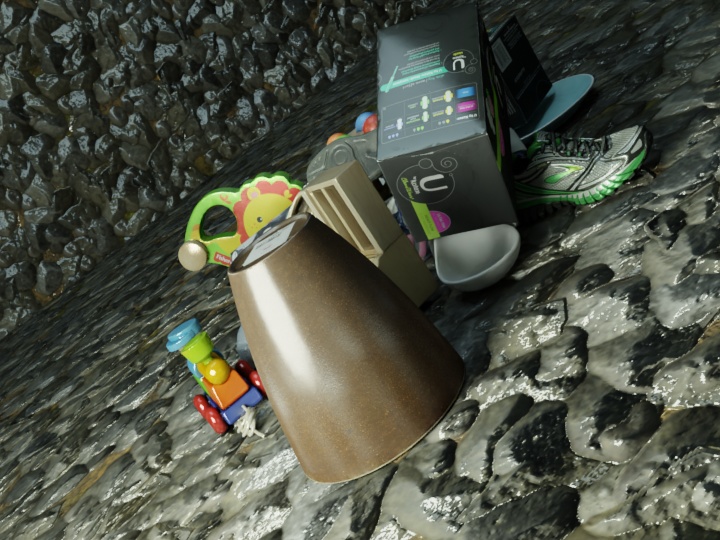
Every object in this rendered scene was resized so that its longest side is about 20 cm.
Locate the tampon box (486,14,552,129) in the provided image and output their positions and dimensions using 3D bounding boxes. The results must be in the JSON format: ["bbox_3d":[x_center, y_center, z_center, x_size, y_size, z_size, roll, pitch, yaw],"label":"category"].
[{"bbox_3d":[0.164,-0.269,1.407,0.198,0.127,0.150,-21,20,38],"label":"tampon box"}]

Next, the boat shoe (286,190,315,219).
[{"bbox_3d":[-0.078,-0.002,1.128,0.071,0.204,0.065,17,9,17],"label":"boat shoe"}]

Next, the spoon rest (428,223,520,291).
[{"bbox_3d":[0.116,-0.026,1.038,0.099,0.061,0.200,-36,16,-5],"label":"spoon rest"}]

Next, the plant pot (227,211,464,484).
[{"bbox_3d":[-0.031,0.055,0.852,0.185,0.202,0.187,-31,16,10],"label":"plant pot"}]

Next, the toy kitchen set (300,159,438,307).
[{"bbox_3d":[-0.059,0.019,1.043,0.200,0.182,0.162,-43,18,-27],"label":"toy kitchen set"}]

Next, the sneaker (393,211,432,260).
[{"bbox_3d":[0.045,-0.044,1.156,0.200,0.083,0.070,-43,50,-16],"label":"sneaker"}]

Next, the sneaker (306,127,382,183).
[{"bbox_3d":[0.029,-0.148,1.208,0.197,0.077,0.114,-29,-16,11],"label":"sneaker"}]

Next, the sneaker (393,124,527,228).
[{"bbox_3d":[0.123,-0.134,1.149,0.196,0.117,0.081,-20,-23,-13],"label":"sneaker"}]

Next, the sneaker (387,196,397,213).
[{"bbox_3d":[0.121,-0.114,1.262,0.199,0.076,0.105,-38,0,16],"label":"sneaker"}]

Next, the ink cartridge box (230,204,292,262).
[{"bbox_3d":[-0.088,-0.038,1.212,0.199,0.039,0.100,-36,39,17],"label":"ink cartridge box"}]

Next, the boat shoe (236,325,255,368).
[{"bbox_3d":[-0.123,0.064,1.262,0.061,0.073,0.201,-16,30,11],"label":"boat shoe"}]

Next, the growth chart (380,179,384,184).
[{"bbox_3d":[0.026,-0.133,1.577,0.199,0.018,0.144,-42,18,-22],"label":"growth chart"}]

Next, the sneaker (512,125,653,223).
[{"bbox_3d":[0.232,-0.118,1.025,0.198,0.086,0.078,-19,22,41],"label":"sneaker"}]

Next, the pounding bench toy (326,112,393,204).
[{"bbox_3d":[-0.005,-0.130,1.385,0.198,0.157,0.124,-35,17,-4],"label":"pounding bench toy"}]

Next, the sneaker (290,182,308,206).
[{"bbox_3d":[-0.046,-0.057,1.310,0.200,0.080,0.129,-49,-28,11],"label":"sneaker"}]

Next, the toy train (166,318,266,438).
[{"bbox_3d":[-0.165,0.122,1.071,0.084,0.117,0.199,-38,17,-14],"label":"toy train"}]

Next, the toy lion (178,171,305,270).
[{"bbox_3d":[-0.165,-0.068,1.425,0.069,0.196,0.195,-74,5,-68],"label":"toy lion"}]

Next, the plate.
[{"bbox_3d":[0.263,-0.227,1.370,0.198,0.026,0.201,-33,17,11],"label":"plate"}]

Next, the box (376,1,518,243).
[{"bbox_3d":[0.095,-0.162,1.015,0.122,0.149,0.203,-12,53,17],"label":"box"}]
